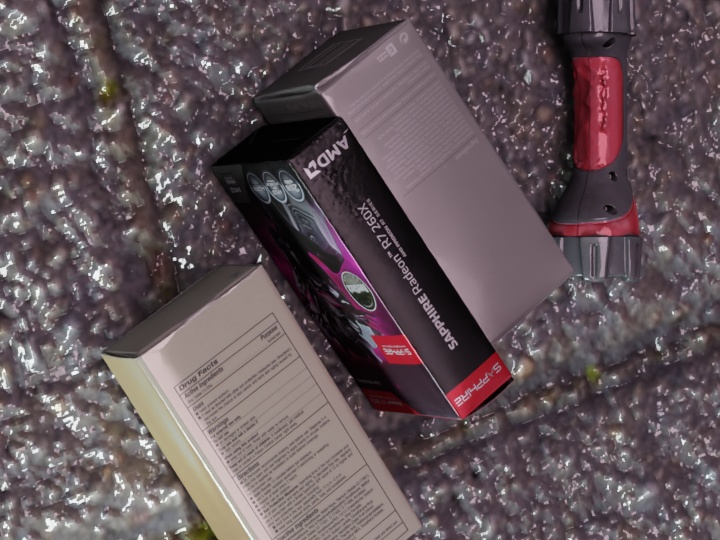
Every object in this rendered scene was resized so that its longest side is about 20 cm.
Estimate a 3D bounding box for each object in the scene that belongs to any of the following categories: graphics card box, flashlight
[{"bbox_3d":[0.000,0.000,1.690,0.051,0.125,0.200,-38,106,-20],"label":"graphics card box"},{"bbox_3d":[0.152,-0.092,1.797,0.068,0.068,0.201,-1,92,-23],"label":"flashlight"}]

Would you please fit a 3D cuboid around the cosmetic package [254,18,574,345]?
[{"bbox_3d":[0.034,-0.053,1.718,0.090,0.107,0.200,-37,103,-21],"label":"cosmetic package"}]

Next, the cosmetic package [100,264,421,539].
[{"bbox_3d":[-0.061,0.105,1.689,0.105,0.071,0.201,-35,105,-21],"label":"cosmetic package"}]
